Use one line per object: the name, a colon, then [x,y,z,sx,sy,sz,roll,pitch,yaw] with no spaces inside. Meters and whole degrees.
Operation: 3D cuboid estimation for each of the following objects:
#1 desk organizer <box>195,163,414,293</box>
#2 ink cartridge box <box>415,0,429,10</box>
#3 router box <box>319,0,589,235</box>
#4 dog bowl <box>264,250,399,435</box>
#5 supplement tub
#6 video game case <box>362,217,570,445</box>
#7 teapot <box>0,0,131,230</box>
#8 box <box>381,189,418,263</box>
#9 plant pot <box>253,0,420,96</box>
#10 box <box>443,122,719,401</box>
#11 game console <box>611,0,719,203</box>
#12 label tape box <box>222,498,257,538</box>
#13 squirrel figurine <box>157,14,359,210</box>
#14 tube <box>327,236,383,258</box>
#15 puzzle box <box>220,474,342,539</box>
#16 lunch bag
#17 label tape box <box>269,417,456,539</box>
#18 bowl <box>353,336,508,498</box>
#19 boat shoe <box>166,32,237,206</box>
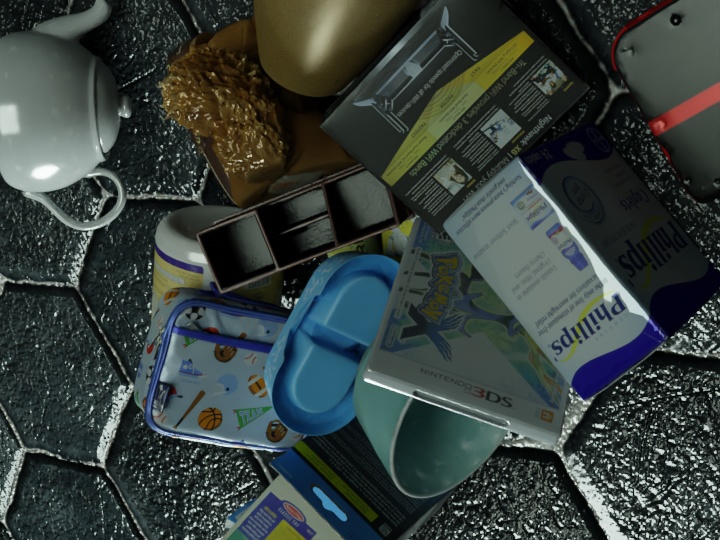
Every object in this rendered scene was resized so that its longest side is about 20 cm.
desk organizer: [-0.055,-0.046,1.260,0.200,0.077,0.072,-21,95,13]
ink cartridge box: [0.038,-0.300,1.243,0.200,0.037,0.095,-7,102,37]
router box: [0.086,-0.158,1.180,0.157,0.052,0.200,42,107,-12]
dog bowl: [-0.026,0.069,1.292,0.200,0.111,0.050,-61,32,5]
supplement tub: [-0.161,0.042,1.418,0.145,0.145,0.200,19,115,27]
video game case: [0.113,0.051,1.179,0.182,0.200,0.022,19,138,1]
teapot: [-0.337,-0.180,1.459,0.146,0.198,0.200,-2,144,-4]
box: [0.075,-0.094,1.279,0.117,0.048,0.200,4,106,32]
plant pot: [-0.028,-0.267,1.181,0.186,0.186,0.200,41,136,15]
box: [0.204,-0.015,1.136,0.200,0.184,0.105,52,124,7]
game console: [0.332,-0.174,1.098,0.200,0.031,0.177,-30,93,37]
label tape box: [-0.108,0.401,1.554,0.143,0.066,0.200,26,117,23]
squirrel figurine: [-0.109,-0.175,1.280,0.141,0.200,0.187,-23,78,21]
tube: [0.000,0.000,1.360,0.052,0.058,0.200,150,99,-79]
puzzle box: [-0.045,0.327,1.457,0.200,0.133,0.025,39,164,18]
lunch bag: [-0.134,0.100,1.325,0.076,0.200,0.161,38,112,62]
label tape box: [-0.005,0.232,1.345,0.144,0.200,0.063,43,124,14]
bowl: [0.070,0.116,1.275,0.105,0.201,0.201,34,122,38]
boat shoe: [-0.154,-0.158,1.396,0.070,0.070,0.200,-22,86,41]
